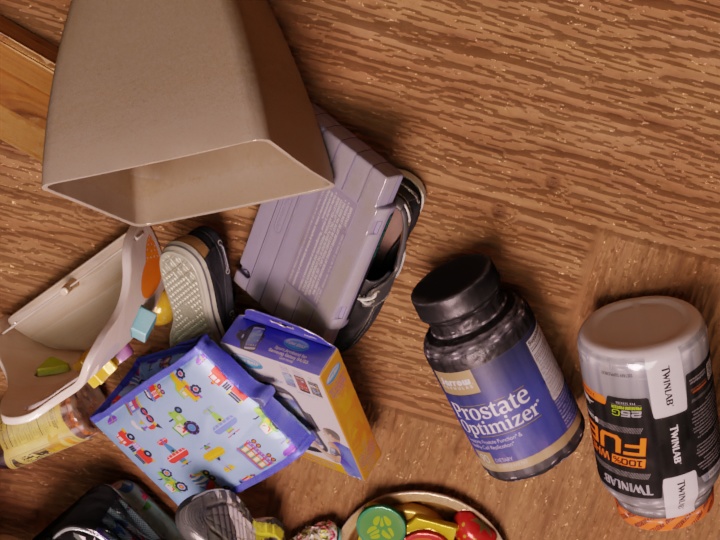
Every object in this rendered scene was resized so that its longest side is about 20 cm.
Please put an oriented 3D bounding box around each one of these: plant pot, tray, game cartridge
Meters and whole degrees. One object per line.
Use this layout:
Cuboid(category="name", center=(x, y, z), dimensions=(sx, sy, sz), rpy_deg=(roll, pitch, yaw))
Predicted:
Cuboid(category="plant pot", center=(-0.151, -0.157, 1.254), dimensions=(0.197, 0.200, 0.179), rpy_deg=(-10, 79, 14))
Cuboid(category="tray", center=(-0.355, -0.190, 1.365), dimensions=(0.199, 0.037, 0.099), rpy_deg=(29, 117, -7))
Cuboid(category="game cartridge", center=(-0.040, -0.037, 1.356), dimensions=(0.129, 0.038, 0.201), rpy_deg=(37, 122, 23))

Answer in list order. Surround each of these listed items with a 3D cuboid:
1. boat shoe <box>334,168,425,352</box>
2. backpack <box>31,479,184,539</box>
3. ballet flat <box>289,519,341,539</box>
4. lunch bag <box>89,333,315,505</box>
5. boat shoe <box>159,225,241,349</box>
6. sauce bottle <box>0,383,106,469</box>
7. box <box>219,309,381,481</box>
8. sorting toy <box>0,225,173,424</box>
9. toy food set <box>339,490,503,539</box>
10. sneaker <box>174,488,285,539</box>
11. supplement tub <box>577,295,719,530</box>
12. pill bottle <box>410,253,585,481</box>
Cuboid(category="boat shoe", center=(0.000, 0.000, 1.387), dimensions=(0.071, 0.068, 0.201), rpy_deg=(23, 119, -5))
Cuboid(category="backpack", center=(-0.257, 0.339, 1.545), dimensions=(0.200, 0.151, 0.177), rpy_deg=(46, 121, -5))
Cuboid(category="ballet flat", center=(-0.090, 0.343, 1.562), dimensions=(0.063, 0.076, 0.201), rpy_deg=(20, 118, -21))
Cuboid(category="lunch bag", center=(-0.147, 0.144, 1.422), dimensions=(0.151, 0.094, 0.199), rpy_deg=(46, 142, -14))
Cuboid(category="boat shoe", center=(-0.151, 0.040, 1.431), dimensions=(0.074, 0.062, 0.202), rpy_deg=(18, 135, 24))
Cuboid(category="sauce bottle", center=(-0.355, 0.172, 1.527), dimensions=(0.198, 0.066, 0.066), rpy_deg=(-23, 111, 28))
Cuboid(category="box", center=(-0.059, 0.118, 1.403), dimensions=(0.118, 0.042, 0.201), rpy_deg=(16, 148, 30))
Cuboid(category="sorting toy", center=(-0.273, 0.073, 1.401), dimensions=(0.199, 0.180, 0.107), rpy_deg=(-33, 107, 22))
Cuboid(category="toy food set", center=(0.061, 0.321, 1.546), dimensions=(0.195, 0.049, 0.202), rpy_deg=(13, 118, 2))
Cuboid(category="sneaker", center=(-0.142, 0.274, 1.450), dimensions=(0.084, 0.075, 0.200), rpy_deg=(-14, 152, 17))
Cuboid(category="supplement tub", center=(0.277, 0.137, 1.379), dimensions=(0.121, 0.123, 0.202), rpy_deg=(-8, 114, 13))
Cuboid(category="pill bottle", center=(0.127, 0.090, 1.385), dimensions=(0.111, 0.112, 0.201), rpy_deg=(-22, 111, 18))
